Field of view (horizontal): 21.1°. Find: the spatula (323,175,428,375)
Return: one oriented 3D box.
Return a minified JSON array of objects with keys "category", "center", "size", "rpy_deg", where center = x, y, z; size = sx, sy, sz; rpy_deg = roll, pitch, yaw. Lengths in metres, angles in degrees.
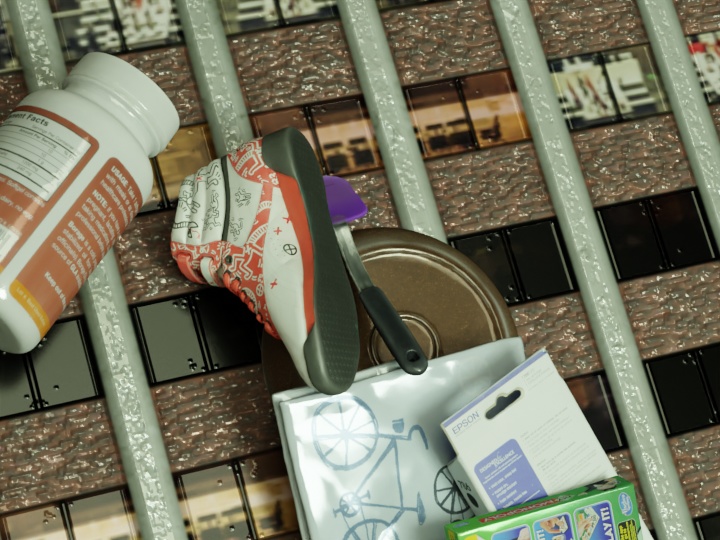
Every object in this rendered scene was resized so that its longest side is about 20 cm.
[{"category":"spatula","center":[0.000,0.000,1.378],"size":[0.056,0.021,0.200],"rpy_deg":[-19,56,-18]}]

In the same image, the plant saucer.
[{"category":"plant saucer","center":[0.028,0.059,1.405],"size":[0.200,0.034,0.200],"rpy_deg":[4,73,-13]}]

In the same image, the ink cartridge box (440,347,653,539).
[{"category":"ink cartridge box","center":[0.133,0.161,1.366],"size":[0.099,0.039,0.200],"rpy_deg":[-34,105,-18]}]

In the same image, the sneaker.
[{"category":"sneaker","center":[-0.070,0.007,1.353],"size":[0.108,0.067,0.202],"rpy_deg":[-21,67,21]}]

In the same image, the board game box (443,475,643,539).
[{"category":"board game box","center":[0.141,0.257,1.339],"size":[0.134,0.029,0.200],"rpy_deg":[-14,100,-17]}]

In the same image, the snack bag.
[{"category":"snack bag","center":[0.047,0.151,1.362],"size":[0.200,0.021,0.189],"rpy_deg":[-16,97,-21]}]

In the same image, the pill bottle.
[{"category":"pill bottle","center":[-0.215,-0.051,1.328],"size":[0.112,0.112,0.200],"rpy_deg":[36,67,-3]}]
